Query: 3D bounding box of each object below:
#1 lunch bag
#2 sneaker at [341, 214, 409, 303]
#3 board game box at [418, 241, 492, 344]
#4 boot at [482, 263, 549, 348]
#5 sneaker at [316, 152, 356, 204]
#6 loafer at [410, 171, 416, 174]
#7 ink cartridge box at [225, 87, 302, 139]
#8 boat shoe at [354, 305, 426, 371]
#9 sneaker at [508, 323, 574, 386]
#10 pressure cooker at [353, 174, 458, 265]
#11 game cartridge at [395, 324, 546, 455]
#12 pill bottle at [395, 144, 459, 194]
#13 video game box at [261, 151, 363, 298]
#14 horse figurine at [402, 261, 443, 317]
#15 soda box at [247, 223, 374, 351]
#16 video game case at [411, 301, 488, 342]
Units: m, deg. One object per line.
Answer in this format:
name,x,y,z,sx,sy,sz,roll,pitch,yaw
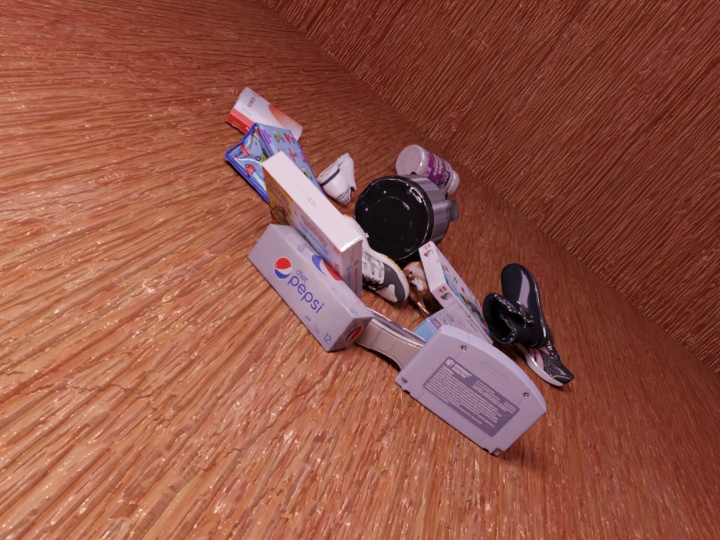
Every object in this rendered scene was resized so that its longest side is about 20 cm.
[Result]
lunch bag,-0.134,-0.167,1.390,0.201,0.094,0.150,52,18,8
sneaker,0.000,0.000,1.295,0.200,0.075,0.088,44,48,-15
board game box,0.185,0.051,1.433,0.200,0.034,0.127,49,20,-35
boot,0.307,0.062,1.519,0.167,0.076,0.202,18,51,-50
sneaker,-0.044,-0.203,1.660,0.081,0.076,0.200,47,22,-10
loafer,0.161,-0.224,2.054,0.071,0.073,0.200,34,20,-9
ink cartridge box,-0.209,-0.326,1.642,0.161,0.050,0.200,34,17,-15
boat shoe,0.064,0.115,1.136,0.199,0.067,0.057,34,24,-6
sneaker,0.385,0.160,1.593,0.200,0.087,0.080,43,21,9
pressure cooker,0.095,-0.112,1.528,0.176,0.179,0.200,40,20,11
game cartridge,0.167,0.173,1.093,0.199,0.133,0.041,37,26,-8
pill bottle,0.208,-0.294,2.238,0.199,0.113,0.113,18,28,-44
video game box,-0.072,-0.059,1.152,0.200,0.047,0.183,47,-22,23
horse figurine,0.119,0.030,1.420,0.133,0.050,0.200,49,16,-12
soda box,-0.074,0.022,1.086,0.200,0.068,0.063,47,20,22
video game case,0.186,0.156,1.262,0.201,0.045,0.181,52,20,9
